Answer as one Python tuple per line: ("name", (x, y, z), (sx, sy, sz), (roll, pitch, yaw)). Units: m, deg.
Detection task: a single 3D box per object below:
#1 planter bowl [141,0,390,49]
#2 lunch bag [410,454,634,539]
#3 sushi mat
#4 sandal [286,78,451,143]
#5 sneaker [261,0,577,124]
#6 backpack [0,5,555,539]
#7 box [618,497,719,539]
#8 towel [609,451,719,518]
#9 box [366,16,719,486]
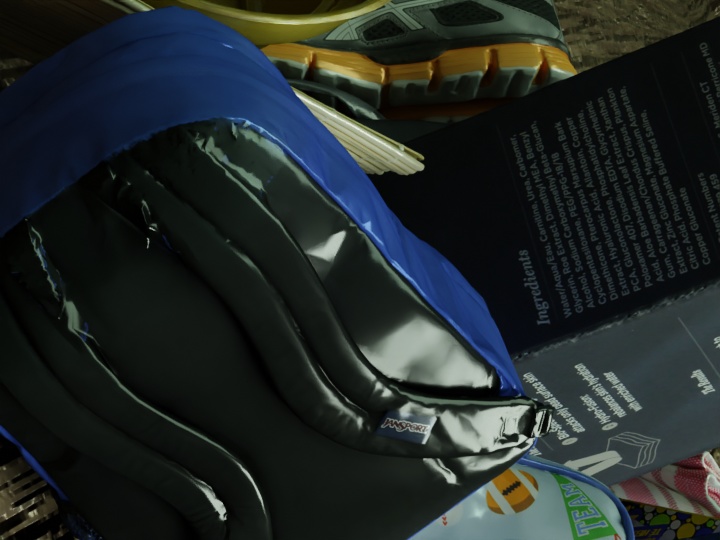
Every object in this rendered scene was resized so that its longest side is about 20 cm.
("planter bowl", (-0.078, -0.148, 1.042), (0.200, 0.083, 0.200), (16, 44, -16))
("lunch bag", (0.026, 0.156, 0.978), (0.160, 0.076, 0.200), (16, 57, -15))
("sushi mat", (-0.072, -0.072, 0.952), (0.200, 0.096, 0.012), (26, 67, -43))
("sandal", (-0.015, -0.054, 1.091), (0.200, 0.076, 0.043), (5, 61, -24))
("sneaker", (-0.002, -0.101, 1.120), (0.078, 0.200, 0.077), (99, -10, -60))
("backpack", (-0.064, 0.009, 0.872), (0.200, 0.163, 0.168), (46, 8, -37))
("box", (0.131, 0.155, 1.220), (0.070, 0.200, 0.064), (45, 65, -39))
("towel", (0.119, 0.121, 1.282), (0.146, 0.200, 0.030), (51, 57, -47))
("box", (0.120, 0.002, 1.068), (0.197, 0.200, 0.117), (45, 26, -63))
